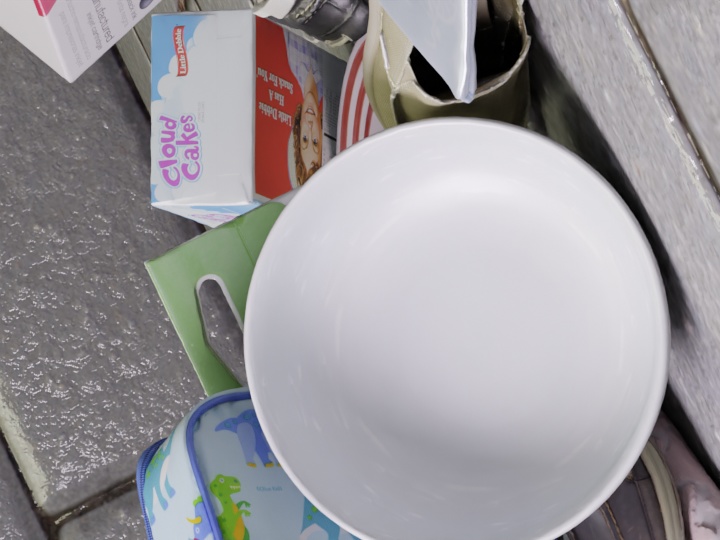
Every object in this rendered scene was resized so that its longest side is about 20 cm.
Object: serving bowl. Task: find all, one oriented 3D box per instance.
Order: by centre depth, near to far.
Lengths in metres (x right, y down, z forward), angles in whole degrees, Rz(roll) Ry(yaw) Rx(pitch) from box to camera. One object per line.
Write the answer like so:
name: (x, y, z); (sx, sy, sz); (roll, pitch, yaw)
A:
serving bowl: (0.050, 0.031, 1.268); (0.201, 0.199, 0.066); (63, -164, 10)

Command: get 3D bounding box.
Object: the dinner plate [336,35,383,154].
dinner plate: (0.024, -0.042, 1.604); (0.200, 0.024, 0.202); (175, 90, -72)

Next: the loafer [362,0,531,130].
loafer: (0.041, -0.098, 1.270); (0.201, 0.075, 0.069); (75, 173, -53)

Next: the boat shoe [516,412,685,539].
boat shoe: (0.098, 0.087, 1.328); (0.074, 0.073, 0.201); (135, 123, -63)

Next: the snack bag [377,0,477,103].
snack bag: (0.017, -0.191, 1.136); (0.189, 0.021, 0.201); (-126, 30, -49)

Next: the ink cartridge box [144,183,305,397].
ink cartridge box: (0.000, 0.000, 1.404); (0.104, 0.199, 0.059); (65, 173, -1)

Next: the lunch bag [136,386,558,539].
lunch bag: (-0.002, 0.130, 1.324); (0.082, 0.199, 0.162); (-44, 58, 48)

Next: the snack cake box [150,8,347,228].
snack cake box: (-0.060, -0.082, 1.671); (0.200, 0.067, 0.116); (21, -111, -70)

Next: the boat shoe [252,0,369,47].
boat shoe: (-0.018, -0.162, 1.531); (0.060, 0.074, 0.200); (27, -176, -7)

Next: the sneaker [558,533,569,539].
sneaker: (0.063, 0.076, 1.450); (0.076, 0.087, 0.201); (75, 173, -51)

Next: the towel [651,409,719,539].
towel: (0.158, 0.135, 1.416); (0.200, 0.032, 0.192); (56, 168, 46)

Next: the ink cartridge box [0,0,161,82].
ink cartridge box: (-0.131, -0.228, 1.531); (0.084, 0.200, 0.145); (38, 162, 24)
